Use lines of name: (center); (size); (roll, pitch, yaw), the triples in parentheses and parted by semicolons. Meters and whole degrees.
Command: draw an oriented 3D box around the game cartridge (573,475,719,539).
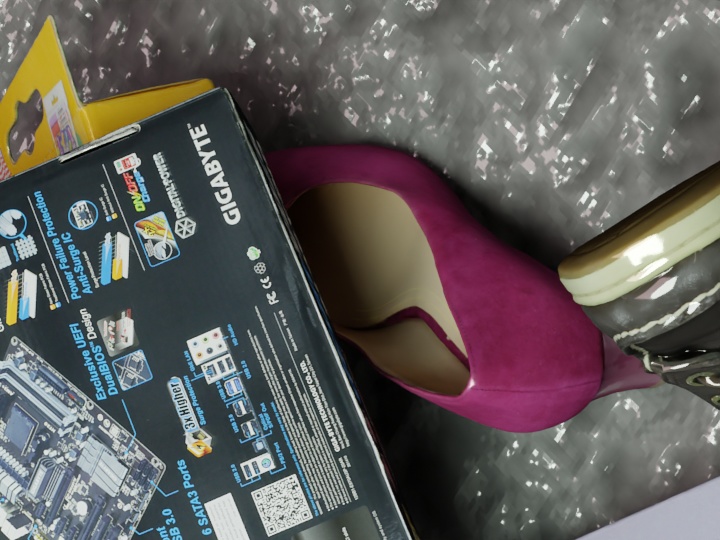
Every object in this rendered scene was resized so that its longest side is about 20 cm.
game cartridge: (0.105, 0.130, 0.814); (0.200, 0.038, 0.130); (-33, 60, 54)

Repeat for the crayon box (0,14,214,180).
crayon box: (-0.070, 0.022, 0.960); (0.126, 0.052, 0.200); (-44, 63, 63)

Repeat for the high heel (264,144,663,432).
high heel: (0.000, 0.000, 0.895); (0.200, 0.096, 0.067); (15, 103, 40)

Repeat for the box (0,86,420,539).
box: (-0.074, 0.064, 0.859); (0.159, 0.046, 0.200); (-24, 75, 2)

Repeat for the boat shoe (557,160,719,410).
boat shoe: (0.107, 0.005, 0.745); (0.073, 0.200, 0.065); (-29, 84, 18)
